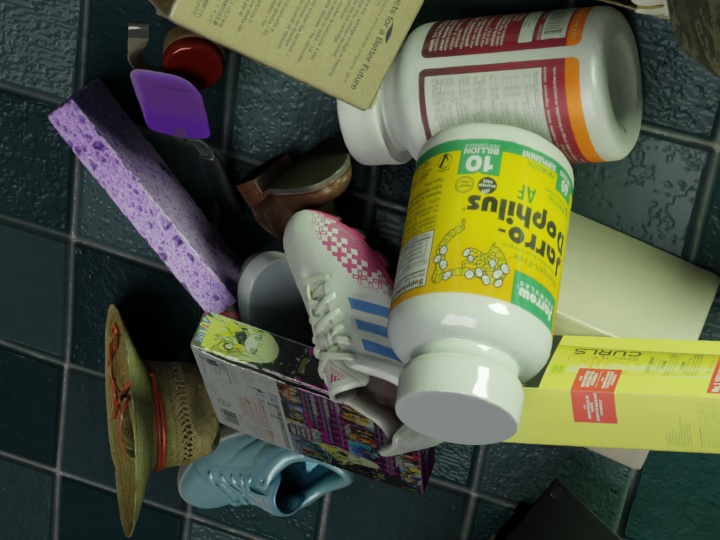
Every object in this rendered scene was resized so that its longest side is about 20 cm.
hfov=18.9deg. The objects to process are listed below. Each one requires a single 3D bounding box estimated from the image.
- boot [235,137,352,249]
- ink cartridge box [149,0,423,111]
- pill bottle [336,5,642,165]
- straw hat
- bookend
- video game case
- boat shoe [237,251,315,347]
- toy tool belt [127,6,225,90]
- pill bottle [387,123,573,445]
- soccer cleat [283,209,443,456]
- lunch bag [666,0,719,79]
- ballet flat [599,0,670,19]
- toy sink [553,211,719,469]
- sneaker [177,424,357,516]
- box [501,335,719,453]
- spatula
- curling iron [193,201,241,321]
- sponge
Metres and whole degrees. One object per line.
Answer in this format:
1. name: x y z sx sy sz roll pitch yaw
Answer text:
1. boot: 0.000 0.000 1.648 0.200 0.064 0.186 56 165 -12
2. ink cartridge box: -0.027 -0.233 1.463 0.165 0.075 0.200 23 99 -27
3. pill bottle: 0.092 -0.126 1.542 0.200 0.110 0.110 -3 119 25
4. straw hat: -0.158 0.117 1.783 0.085 0.201 0.201 -3 124 -13
5. bookend: 0.102 0.268 1.775 0.092 0.199 0.200 43 82 -7
6. video game case: -0.032 0.104 1.655 0.181 0.036 0.200 19 162 10
7. boat shoe: -0.058 0.038 1.697 0.066 0.070 0.200 39 172 35
8. toy tool belt: -0.117 -0.244 1.571 0.125 0.123 0.200 1 133 -4
9. pill bottle: 0.079 0.011 1.468 0.112 0.200 0.113 9 152 5
10. soccer cleat: -0.005 0.043 1.524 0.200 0.086 0.070 52 143 17
11. lunch bag: 0.284 -0.229 1.381 0.167 0.139 0.200 -17 116 -7
12. ballet flat: 0.178 -0.207 1.484 0.200 0.071 0.071 17 125 12
13. toy sink: 0.146 0.040 1.609 0.200 0.130 0.112 23 126 7
14. sneaker: -0.081 0.170 1.805 0.200 0.082 0.074 -26 123 33
15. box: 0.179 0.084 1.498 0.200 0.075 0.050 3 121 23
16. spatula: -0.122 -0.091 1.653 0.056 0.021 0.200 10 157 20
17. curling iron: -0.119 0.036 1.780 0.049 0.026 0.200 2 120 25
18. sponge: -0.162 -0.057 1.679 0.030 0.112 0.200 -36 97 10
